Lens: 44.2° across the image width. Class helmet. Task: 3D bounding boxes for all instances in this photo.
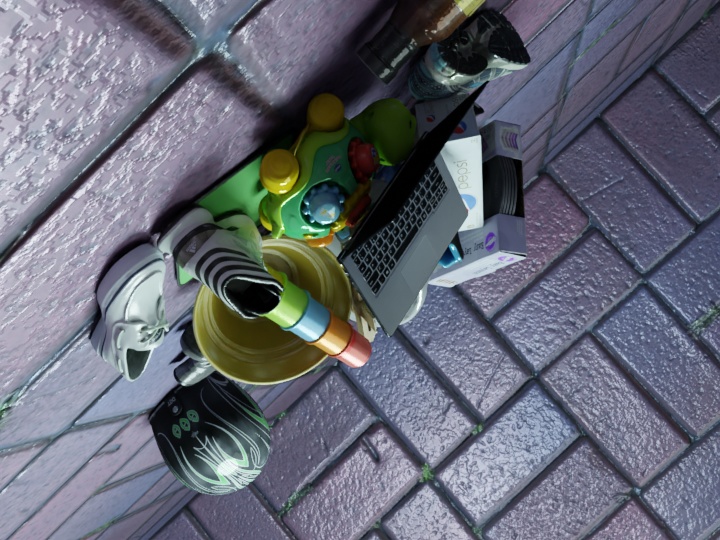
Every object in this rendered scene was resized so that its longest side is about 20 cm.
[{"bbox_3d":[-0.247,0.285,1.514,0.200,0.191,0.200,-41,171,-8],"label":"helmet"}]

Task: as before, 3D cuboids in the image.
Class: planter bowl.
[{"bbox_3d":[-0.116,0.033,1.100,0.200,0.200,0.084,-43,-147,2],"label":"planter bowl"}]

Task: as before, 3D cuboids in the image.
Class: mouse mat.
[{"bbox_3d":[-0.136,-0.062,0.945,0.161,0.008,0.200,-40,172,-20],"label":"mouse mat"}]

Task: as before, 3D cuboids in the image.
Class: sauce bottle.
[{"bbox_3d":[0.078,-0.253,0.792,0.200,0.066,0.066,-44,171,10],"label":"sauce bottle"}]

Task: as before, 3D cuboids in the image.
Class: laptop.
[{"bbox_3d":[0.075,-0.055,0.901,0.188,0.115,0.201,-55,134,-25],"label":"laptop"}]

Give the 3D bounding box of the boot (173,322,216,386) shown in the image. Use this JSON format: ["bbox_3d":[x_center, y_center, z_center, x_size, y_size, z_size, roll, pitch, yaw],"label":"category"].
[{"bbox_3d":[-0.223,0.124,1.272,0.131,0.070,0.200,-40,169,19],"label":"boot"}]

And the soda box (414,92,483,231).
[{"bbox_3d":[0.111,-0.124,1.085,0.067,0.064,0.201,-11,150,3],"label":"soda box"}]

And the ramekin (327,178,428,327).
[{"bbox_3d":[0.009,-0.030,1.159,0.094,0.202,0.203,-53,180,-37],"label":"ramekin"}]

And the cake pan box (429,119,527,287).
[{"bbox_3d":[0.156,-0.087,1.226,0.052,0.187,0.200,5,166,-26],"label":"cake pan box"}]

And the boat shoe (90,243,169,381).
[{"bbox_3d":[-0.219,0.046,0.887,0.073,0.067,0.200,-37,170,-32],"label":"boat shoe"}]

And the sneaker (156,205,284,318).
[{"bbox_3d":[-0.124,0.003,0.901,0.076,0.115,0.200,-44,172,8],"label":"sneaker"}]

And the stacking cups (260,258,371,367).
[{"bbox_3d":[-0.067,0.059,1.050,0.060,0.200,0.061,-30,-142,27],"label":"stacking cups"}]

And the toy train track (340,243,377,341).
[{"bbox_3d":[0.000,0.000,1.088,0.032,0.115,0.202,-22,125,-15],"label":"toy train track"}]

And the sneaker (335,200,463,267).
[{"bbox_3d":[0.054,-0.039,1.007,0.073,0.083,0.199,-29,166,40],"label":"sneaker"}]

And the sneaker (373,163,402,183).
[{"bbox_3d":[0.050,-0.115,1.254,0.079,0.089,0.200,-46,171,19],"label":"sneaker"}]

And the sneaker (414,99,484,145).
[{"bbox_3d":[0.111,-0.140,1.187,0.071,0.079,0.202,-32,140,-49],"label":"sneaker"}]

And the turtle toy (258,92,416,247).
[{"bbox_3d":[-0.023,-0.105,0.906,0.201,0.101,0.146,-52,175,-17],"label":"turtle toy"}]

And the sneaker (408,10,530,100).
[{"bbox_3d":[0.125,-0.250,1.055,0.199,0.078,0.086,-24,173,-46],"label":"sneaker"}]
